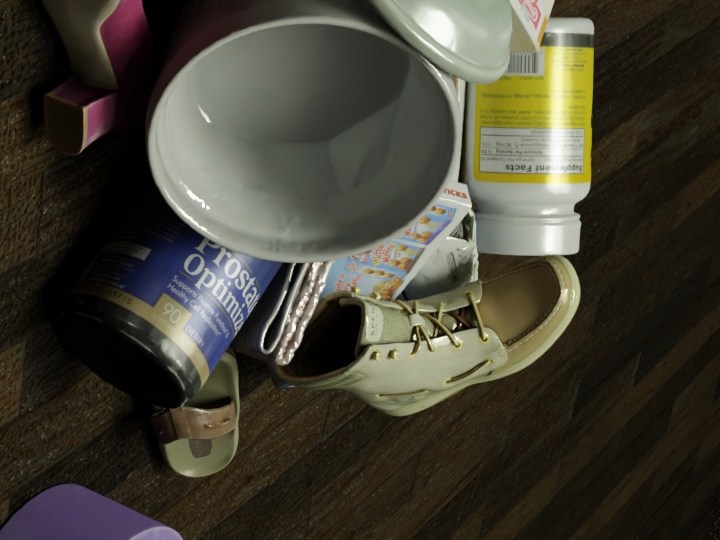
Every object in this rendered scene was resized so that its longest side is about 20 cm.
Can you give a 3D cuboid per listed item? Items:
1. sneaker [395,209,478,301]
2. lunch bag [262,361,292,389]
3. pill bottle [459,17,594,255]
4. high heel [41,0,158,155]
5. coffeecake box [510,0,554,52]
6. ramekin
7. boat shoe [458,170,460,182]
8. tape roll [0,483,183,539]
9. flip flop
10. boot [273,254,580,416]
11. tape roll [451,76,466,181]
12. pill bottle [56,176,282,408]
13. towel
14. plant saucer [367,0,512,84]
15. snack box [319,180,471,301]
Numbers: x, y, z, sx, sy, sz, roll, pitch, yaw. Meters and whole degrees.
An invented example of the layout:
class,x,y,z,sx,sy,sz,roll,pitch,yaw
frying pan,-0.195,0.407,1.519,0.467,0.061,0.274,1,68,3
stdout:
class,x,y,z,sx,sy,sz,roll,pitch,yaw
sneaker,0.058,-0.012,1.598,0.200,0.080,0.077,49,35,-46
lunch bag,0.007,0.023,1.725,0.160,0.076,0.200,-35,176,28
pill bottle,0.141,-0.116,1.785,0.114,0.114,0.200,-12,104,-64
high heel,-0.148,-0.169,1.286,0.096,0.067,0.200,-45,148,-47
coffeecake box,0.101,-0.287,1.568,0.154,0.073,0.200,53,47,-45
ramekin,-0.037,-0.112,1.346,0.105,0.200,0.200,-94,-177,-47
boat shoe,0.076,-0.132,1.858,0.066,0.072,0.201,-177,-85,-82
tape roll,-0.213,0.262,1.512,0.200,0.085,0.200,-50,151,-41
flip flop,-0.128,0.111,1.569,0.200,0.081,0.058,87,-6,-55
boot,0.050,0.041,1.530,0.200,0.072,0.155,-31,154,25
tape roll,0.041,-0.129,1.673,0.202,0.071,0.203,4,90,-82
pill bottle,-0.114,-0.013,1.449,0.200,0.112,0.112,-58,156,-24
towel,-0.052,-0.030,1.556,0.200,0.032,0.191,-66,-163,-4
plant saucer,0.040,-0.211,1.315,0.050,0.200,0.200,-36,170,24
snack box,0.000,0.000,1.542,0.200,0.072,0.024,-51,-142,39
